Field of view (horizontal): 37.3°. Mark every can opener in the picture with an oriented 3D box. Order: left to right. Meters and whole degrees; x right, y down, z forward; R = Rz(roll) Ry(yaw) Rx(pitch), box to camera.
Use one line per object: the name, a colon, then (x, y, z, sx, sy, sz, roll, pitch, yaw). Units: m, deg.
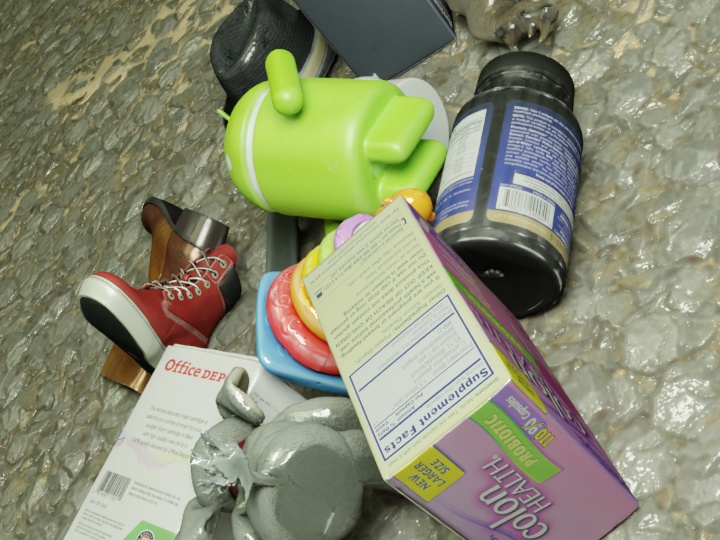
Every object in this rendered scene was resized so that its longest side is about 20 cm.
can opener: (-0.062, 0.018, 1.017, 0.065, 0.053, 0.202, -5, 46, -4)

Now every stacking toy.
stacking toy: (0.000, 0.000, 0.851, 0.201, 0.114, 0.111, 126, 152, -43)

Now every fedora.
fedora: (-0.116, -0.260, 1.261, 0.199, 0.092, 0.203, -25, 44, 26)

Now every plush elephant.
plush elephant: (-0.064, 0.161, 0.800, 0.154, 0.199, 0.167, 5, 67, 62)

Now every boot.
boot: (-0.227, 0.029, 1.167, 0.187, 0.068, 0.203, 20, 84, 51)
boot: (-0.180, 0.015, 1.010, 0.072, 0.200, 0.145, 25, 73, 23)

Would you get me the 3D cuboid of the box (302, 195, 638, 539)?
box: (0.070, 0.079, 0.723, 0.096, 0.176, 0.201, -38, 38, 11)

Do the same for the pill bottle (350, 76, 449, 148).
pill bottle: (-0.019, -0.126, 1.036, 0.198, 0.114, 0.115, -2, 56, 42)

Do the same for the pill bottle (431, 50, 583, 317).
pill bottle: (0.121, -0.074, 0.860, 0.111, 0.112, 0.202, -12, 50, 36)

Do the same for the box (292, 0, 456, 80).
box: (-0.002, -0.341, 1.138, 0.122, 0.200, 0.200, -26, 43, 23)

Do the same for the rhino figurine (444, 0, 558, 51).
rhino figurine: (0.139, -0.266, 1.052, 0.087, 0.060, 0.201, -36, 40, 9)

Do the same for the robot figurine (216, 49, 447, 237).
robot figurine: (-0.030, -0.103, 0.902, 0.197, 0.177, 0.116, 7, 48, 31)

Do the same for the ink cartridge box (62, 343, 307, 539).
ink cartridge box: (-0.147, 0.176, 0.921, 0.143, 0.084, 0.202, 4, 60, 45)
